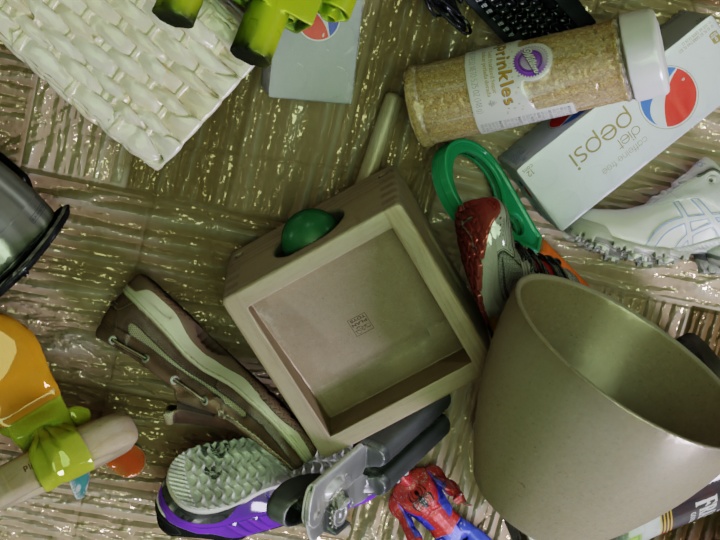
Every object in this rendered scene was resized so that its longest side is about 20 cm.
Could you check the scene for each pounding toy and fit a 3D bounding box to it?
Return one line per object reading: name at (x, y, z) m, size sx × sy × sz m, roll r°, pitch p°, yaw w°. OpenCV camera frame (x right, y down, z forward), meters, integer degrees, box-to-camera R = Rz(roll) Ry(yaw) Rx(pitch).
pounding toy at (0.000, 0.000, 1.175) m, size 0.184 × 0.142 × 0.200 m, roll -28°, pitch 109°, yaw 9°

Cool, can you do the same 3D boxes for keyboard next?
keyboard at (0.091, -0.212, 1.120) m, size 0.104 × 0.040 × 0.200 m, roll -14°, pitch 146°, yaw 33°

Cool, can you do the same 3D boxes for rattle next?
rattle at (-0.240, 0.109, 1.145) m, size 0.130 × 0.200 × 0.143 m, roll -45°, pitch 83°, yaw 12°

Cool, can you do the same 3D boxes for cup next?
cup at (0.162, 0.119, 1.083) m, size 0.200 × 0.200 × 0.143 m, roll 25°, pitch 111°, yaw -15°

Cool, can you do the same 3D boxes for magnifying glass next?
magnifying glass at (0.129, -0.031, 1.217) m, size 0.022 × 0.080 × 0.200 m, roll -27°, pitch 122°, yaw 39°

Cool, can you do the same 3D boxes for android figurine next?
android figurine at (-0.071, -0.250, 1.039) m, size 0.182 × 0.041 × 0.200 m, roll 23°, pitch 76°, yaw -22°

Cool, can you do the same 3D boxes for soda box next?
soda box at (-0.032, -0.231, 1.133) m, size 0.068 × 0.063 × 0.201 m, roll 4°, pitch 103°, yaw -10°
soda box at (0.214, -0.123, 1.204) m, size 0.200 × 0.064 × 0.068 m, roll -38°, pitch 107°, yaw 2°

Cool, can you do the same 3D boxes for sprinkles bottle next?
sprinkles bottle at (0.136, -0.148, 1.150) m, size 0.200 × 0.068 × 0.068 m, roll -12°, pitch 107°, yaw 14°

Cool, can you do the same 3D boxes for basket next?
basket at (-0.178, -0.184, 1.088) m, size 0.200 × 0.123 × 0.136 m, roll 41°, pitch 95°, yaw -17°

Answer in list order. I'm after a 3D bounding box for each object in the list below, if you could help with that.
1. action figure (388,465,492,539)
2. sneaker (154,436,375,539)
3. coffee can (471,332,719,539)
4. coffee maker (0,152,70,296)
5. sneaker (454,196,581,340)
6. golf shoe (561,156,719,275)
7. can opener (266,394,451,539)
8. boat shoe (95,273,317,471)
action figure at (0.089, 0.237, 1.258) m, size 0.065 × 0.099 × 0.200 m, roll -41°, pitch 104°, yaw 1°
sneaker at (-0.081, 0.184, 1.231) m, size 0.200 × 0.070 × 0.100 m, roll 0°, pitch 143°, yaw -29°
coffee can at (0.211, 0.156, 1.230) m, size 0.200 × 0.146 × 0.147 m, roll -21°, pitch 107°, yaw -3°
coffee maker at (-0.350, -0.045, 1.088) m, size 0.192 × 0.135 × 0.200 m, roll -43°, pitch 106°, yaw 3°
sneaker at (0.128, 0.005, 1.166) m, size 0.082 × 0.078 × 0.200 m, roll -21°, pitch 142°, yaw 7°
golf shoe at (0.263, -0.048, 1.236) m, size 0.199 × 0.078 × 0.098 m, roll 6°, pitch 90°, yaw -18°
can opener at (-0.001, 0.148, 1.193) m, size 0.067 × 0.200 × 0.053 m, roll 15°, pitch 119°, yaw 29°
boat shoe at (-0.127, 0.096, 1.181) m, size 0.202 × 0.075 × 0.075 m, roll 43°, pitch 86°, yaw 6°
